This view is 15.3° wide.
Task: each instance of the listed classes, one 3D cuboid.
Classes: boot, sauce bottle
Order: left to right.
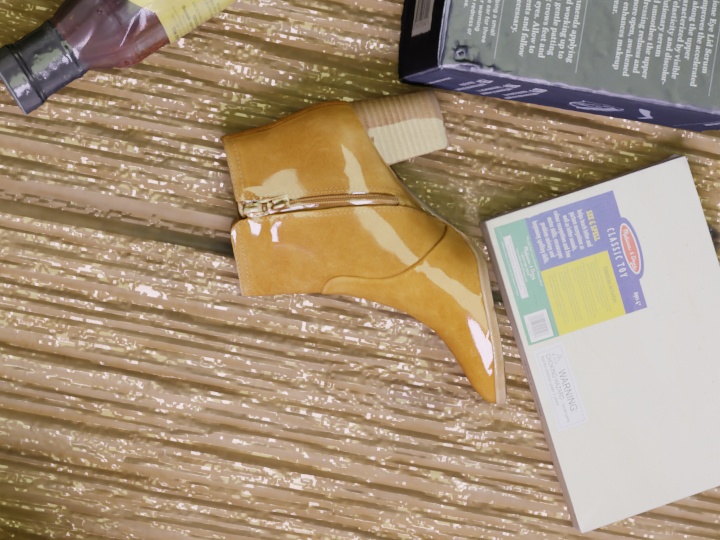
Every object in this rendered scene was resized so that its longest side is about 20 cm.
[{"bbox_3d":[-0.122,-0.161,1.560,0.200,0.066,0.066,-35,96,-7],"label":"sauce bottle"},{"bbox_3d":[0.000,0.000,1.588,0.143,0.071,0.202,-17,91,-1],"label":"boot"}]

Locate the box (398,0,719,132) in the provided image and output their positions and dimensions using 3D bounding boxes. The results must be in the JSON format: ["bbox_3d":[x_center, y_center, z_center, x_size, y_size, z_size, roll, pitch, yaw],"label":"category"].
[{"bbox_3d":[0.134,-0.147,1.556,0.199,0.148,0.105,8,90,-9],"label":"box"}]

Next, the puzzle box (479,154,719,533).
[{"bbox_3d":[0.163,0.043,1.626,0.132,0.025,0.201,-17,94,-7],"label":"puzzle box"}]
